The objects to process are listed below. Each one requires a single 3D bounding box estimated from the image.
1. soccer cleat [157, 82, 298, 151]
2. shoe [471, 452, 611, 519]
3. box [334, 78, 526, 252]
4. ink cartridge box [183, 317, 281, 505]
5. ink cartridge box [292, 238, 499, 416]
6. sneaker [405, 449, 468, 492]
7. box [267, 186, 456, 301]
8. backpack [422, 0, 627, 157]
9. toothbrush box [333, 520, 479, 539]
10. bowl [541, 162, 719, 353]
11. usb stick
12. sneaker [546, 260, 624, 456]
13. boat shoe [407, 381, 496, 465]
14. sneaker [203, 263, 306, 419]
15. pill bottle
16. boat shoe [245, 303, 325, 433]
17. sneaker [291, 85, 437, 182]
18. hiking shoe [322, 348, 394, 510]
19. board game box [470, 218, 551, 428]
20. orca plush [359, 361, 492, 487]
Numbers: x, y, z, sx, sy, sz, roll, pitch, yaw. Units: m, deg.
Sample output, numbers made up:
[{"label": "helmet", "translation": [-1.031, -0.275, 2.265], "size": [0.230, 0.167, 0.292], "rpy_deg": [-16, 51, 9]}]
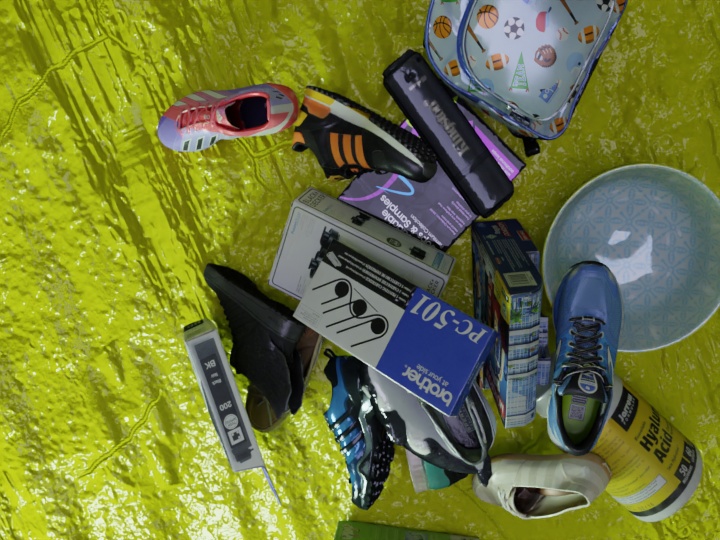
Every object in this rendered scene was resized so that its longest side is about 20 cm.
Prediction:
[{"label": "soccer cleat", "translation": [-0.164, -0.177, 0.785], "size": [0.194, 0.076, 0.069], "rpy_deg": [-3, 102, 22]}, {"label": "shoe", "translation": [0.201, 0.257, 0.805], "size": [0.070, 0.054, 0.198], "rpy_deg": [47, 139, -12]}, {"label": "box", "translation": [0.078, -0.101, 0.807], "size": [0.143, 0.036, 0.201], "rpy_deg": [42, 104, -3]}, {"label": "ink cartridge box", "translation": [-0.157, 0.161, 0.798], "size": [0.042, 0.198, 0.205], "rpy_deg": [-21, 95, -15]}, {"label": "ink cartridge box", "translation": [0.034, 0.056, 0.699], "size": [0.197, 0.044, 0.096], "rpy_deg": [30, 90, 22]}, {"label": "sneaker", "translation": [0.087, 0.176, 0.846], "size": [0.078, 0.072, 0.206], "rpy_deg": [-11, 105, 4]}, {"label": "box", "translation": [0.000, 0.000, 0.795], "size": [0.196, 0.060, 0.119], "rpy_deg": [25, 118, 6]}, {"label": "backpack", "translation": [0.159, -0.248, 0.709], "size": [0.187, 0.154, 0.204], "rpy_deg": [27, 101, 5]}, {"label": "toothbrush box", "translation": [0.056, 0.426, 0.887], "size": [0.194, 0.086, 0.150], "rpy_deg": [6, 102, 4]}, {"label": "bowl", "translation": [0.297, -0.023, 0.757], "size": [0.194, 0.108, 0.206], "rpy_deg": [3, 106, 10]}, {"label": "usb stick", "translation": [0.099, -0.152, 0.760], "size": [0.055, 0.033, 0.202], "rpy_deg": [-36, 94, 10]}, {"label": "sneaker", "translation": [0.234, 0.093, 0.695], "size": [0.076, 0.089, 0.207], "rpy_deg": [3, 98, 10]}, {"label": "boat shoe", "translation": [0.079, 0.115, 0.732], "size": [0.072, 0.068, 0.203], "rpy_deg": [-25, 91, 21]}, {"label": "sneaker", "translation": [-0.135, 0.079, 0.819], "size": [0.197, 0.060, 0.106], "rpy_deg": [31, 101, 27]}, {"label": "pill bottle", "translation": [0.291, 0.188, 0.800], "size": [0.199, 0.111, 0.112], "rpy_deg": [40, 103, -3]}, {"label": "boat shoe", "translation": [-0.095, 0.122, 0.855], "size": [0.072, 0.063, 0.204], "rpy_deg": [26, 103, 0]}, {"label": "sneaker", "translation": [0.000, -0.132, 0.770], "size": [0.199, 0.069, 0.092], "rpy_deg": [37, 112, 28]}, {"label": "hiking shoe", "translation": [-0.005, 0.201, 0.867], "size": [0.085, 0.074, 0.207], "rpy_deg": [6, 101, 26]}, {"label": "board game box", "translation": [0.170, 0.074, 0.768], "size": [0.060, 0.201, 0.205], "rpy_deg": [-4, 114, 0]}, {"label": "orca plush", "translation": [0.066, 0.176, 0.792], "size": [0.197, 0.107, 0.071], "rpy_deg": [32, 142, -18]}]
